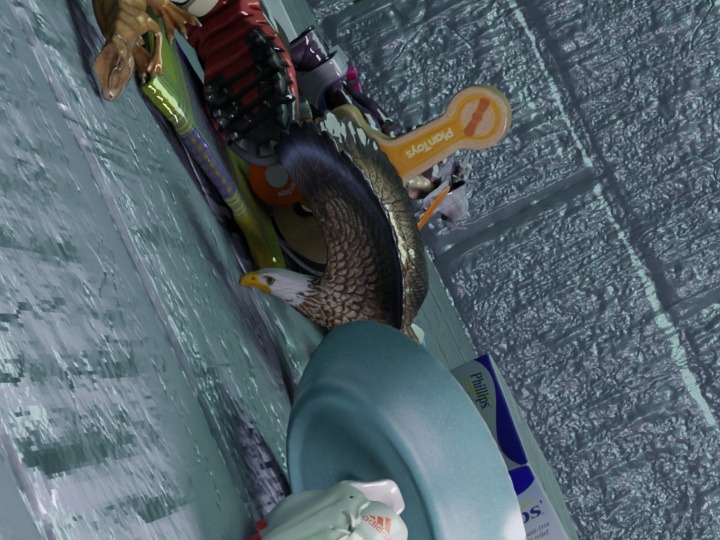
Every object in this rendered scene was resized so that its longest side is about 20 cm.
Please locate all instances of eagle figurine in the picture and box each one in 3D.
[{"bbox_3d":[-0.007,-0.001,1.291,0.151,0.201,0.152,7,8,-38],"label":"eagle figurine"}]

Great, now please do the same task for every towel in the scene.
[{"bbox_3d":[-0.111,-0.093,1.377,0.200,0.023,0.144,59,8,-37],"label":"towel"}]

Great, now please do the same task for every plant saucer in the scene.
[{"bbox_3d":[0.014,0.128,1.046,0.200,0.036,0.201,32,-48,44],"label":"plant saucer"}]

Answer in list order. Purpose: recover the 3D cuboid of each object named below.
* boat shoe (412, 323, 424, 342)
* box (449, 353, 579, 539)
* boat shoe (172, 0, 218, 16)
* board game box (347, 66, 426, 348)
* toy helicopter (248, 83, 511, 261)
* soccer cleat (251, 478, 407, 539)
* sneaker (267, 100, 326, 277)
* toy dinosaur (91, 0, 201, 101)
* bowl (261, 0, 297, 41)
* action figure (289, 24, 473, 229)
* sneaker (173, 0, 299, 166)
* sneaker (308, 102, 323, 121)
[{"bbox_3d":[0.016,0.090,1.529,0.202,0.072,0.060,83,24,-71],"label":"boat shoe"},{"bbox_3d":[0.127,0.215,1.754,0.184,0.105,0.200,-106,169,-60],"label":"box"},{"bbox_3d":[-0.152,-0.245,1.380,0.068,0.075,0.200,28,7,-30],"label":"boat shoe"},{"bbox_3d":[0.016,-0.042,1.625,0.200,0.026,0.200,71,7,-54],"label":"board game box"},{"bbox_3d":[0.026,-0.068,1.396,0.133,0.200,0.079,62,22,-1],"label":"toy helicopter"},{"bbox_3d":[-0.014,0.142,0.909,0.069,0.077,0.200,63,6,-10],"label":"soccer cleat"},{"bbox_3d":[-0.065,-0.076,1.526,0.200,0.078,0.077,61,-27,27],"label":"sneaker"},{"bbox_3d":[-0.151,-0.180,1.198,0.106,0.060,0.200,55,10,-51],"label":"toy dinosaur"},{"bbox_3d":[-0.112,-0.236,1.741,0.200,0.074,0.200,66,7,15],"label":"bowl"},{"bbox_3d":[0.014,-0.105,1.498,0.200,0.069,0.130,45,23,-3],"label":"action figure"},{"bbox_3d":[-0.080,-0.144,1.403,0.098,0.071,0.201,52,11,-53],"label":"sneaker"},{"bbox_3d":[-0.058,-0.071,1.614,0.084,0.080,0.201,92,-17,-62],"label":"sneaker"}]
